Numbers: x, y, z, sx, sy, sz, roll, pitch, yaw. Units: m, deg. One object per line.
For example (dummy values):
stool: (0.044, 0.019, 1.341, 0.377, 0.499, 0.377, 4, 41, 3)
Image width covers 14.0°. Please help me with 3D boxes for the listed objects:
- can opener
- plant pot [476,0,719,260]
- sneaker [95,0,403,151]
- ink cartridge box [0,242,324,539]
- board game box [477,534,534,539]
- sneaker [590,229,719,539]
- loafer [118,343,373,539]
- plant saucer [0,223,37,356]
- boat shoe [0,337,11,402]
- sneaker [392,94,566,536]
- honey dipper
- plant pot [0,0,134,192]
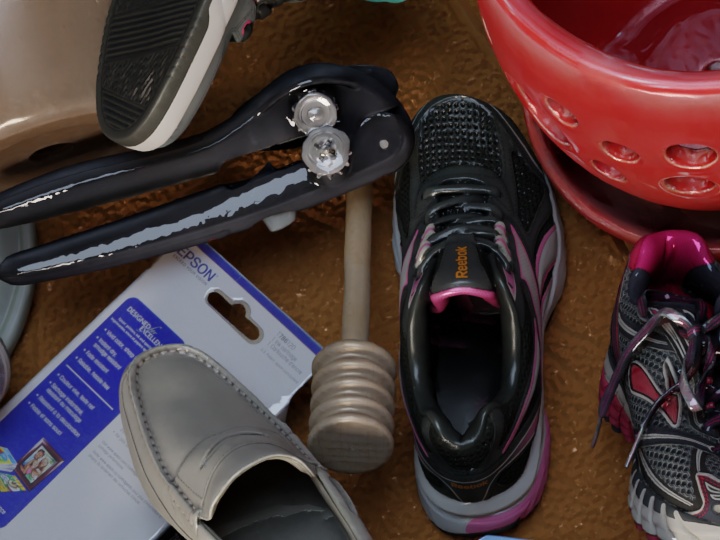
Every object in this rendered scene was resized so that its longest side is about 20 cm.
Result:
can opener: (-0.070, -0.038, 1.302, 0.199, 0.079, 0.064, -23, 87, -5)
plant pot: (0.152, -0.119, 1.261, 0.199, 0.183, 0.202, -4, 64, 9)
sneaker: (-0.033, -0.131, 1.285, 0.083, 0.120, 0.201, 17, 83, 53)
ink cartridge box: (-0.111, 0.084, 1.297, 0.200, 0.039, 0.099, -44, 66, -9)
board game box: (0.086, 0.172, 1.162, 0.199, 0.159, 0.039, 8, 22, -17)
sneaker: (0.138, 0.052, 1.186, 0.080, 0.075, 0.200, -5, 25, -12)
loafer: (-0.039, 0.093, 1.194, 0.070, 0.070, 0.200, -26, 51, -20)
plant saucer: (-0.250, -0.005, 1.359, 0.198, 0.050, 0.201, -4, 64, 8)
boat shoe: (-0.243, 0.088, 1.288, 0.201, 0.065, 0.075, -30, 99, 0)
sneaker: (0.051, 0.007, 1.275, 0.080, 0.086, 0.201, -9, 63, 5)
honey dipper: (0.000, 0.000, 1.293, 0.038, 0.038, 0.201, -4, 48, 9)
plant pot: (-0.166, -0.130, 1.334, 0.199, 0.200, 0.176, -18, 77, 2)
